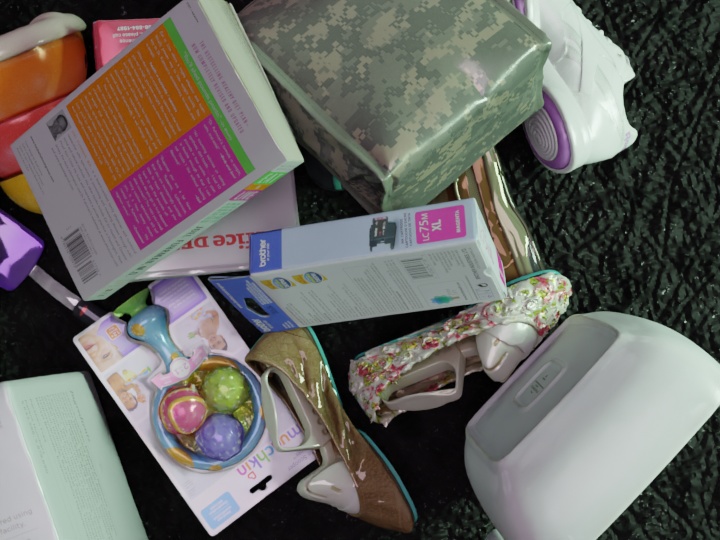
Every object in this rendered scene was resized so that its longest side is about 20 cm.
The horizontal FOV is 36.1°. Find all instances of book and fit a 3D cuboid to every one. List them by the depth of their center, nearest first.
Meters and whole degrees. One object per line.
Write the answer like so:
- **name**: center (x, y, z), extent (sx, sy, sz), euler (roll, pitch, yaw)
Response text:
- **book**: center (-0.150, -0.083, 0.786), extent (0.200, 0.048, 0.134), euler (-31, 81, 24)

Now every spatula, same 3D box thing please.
- **spatula**: center (-0.251, 0.021, 0.934), extent (0.200, 0.021, 0.057), euler (36, 89, 3)

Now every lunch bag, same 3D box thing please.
- **lunch bag**: center (0.012, -0.157, 0.818), extent (0.164, 0.118, 0.200), euler (-41, 73, -10)

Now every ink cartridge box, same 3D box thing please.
- **ink cartridge box**: center (0.000, 0.000, 0.821), extent (0.199, 0.119, 0.042), euler (-11, 66, 13)
- **ink cartridge box**: center (-0.132, -0.095, 0.885), extent (0.144, 0.084, 0.201), euler (-6, 87, -13)

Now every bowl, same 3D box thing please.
- **bowl**: center (0.155, 0.108, 0.813), extent (0.075, 0.200, 0.200), euler (44, 90, -6)

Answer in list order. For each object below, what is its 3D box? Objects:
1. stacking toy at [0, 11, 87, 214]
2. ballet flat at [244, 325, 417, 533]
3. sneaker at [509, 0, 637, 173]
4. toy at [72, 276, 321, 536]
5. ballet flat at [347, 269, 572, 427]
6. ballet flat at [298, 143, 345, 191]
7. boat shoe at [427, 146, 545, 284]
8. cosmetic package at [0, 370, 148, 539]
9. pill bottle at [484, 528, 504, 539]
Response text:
- **stacking toy**: center (-0.259, -0.097, 0.907), extent (0.146, 0.146, 0.201), euler (-21, 106, 2)
- **ballet flat**: center (-0.032, 0.136, 0.887), extent (0.072, 0.068, 0.200), euler (-28, 87, -30)
- **sneaker**: center (0.164, -0.179, 0.905), extent (0.099, 0.075, 0.201), euler (-13, 83, -22)
- **toy**: center (-0.133, 0.102, 0.900), extent (0.115, 0.047, 0.200), euler (-36, 85, -10)
- **ballet flat**: center (0.083, 0.069, 0.877), extent (0.200, 0.076, 0.064), euler (-27, 48, 16)
- **ballet flat**: center (-0.032, -0.166, 0.905), extent (0.073, 0.073, 0.201), euler (-10, 87, 3)
- **boat shoe**: center (0.082, -0.065, 0.893), extent (0.074, 0.076, 0.201), euler (-23, 86, 5)
- **cosmetic package**: center (-0.282, 0.183, 0.840), extent (0.164, 0.200, 0.166), euler (-21, 86, 2)
- **pill bottle**: center (0.103, 0.314, 0.857), extent (0.111, 0.111, 0.201), euler (28, 90, 4)
